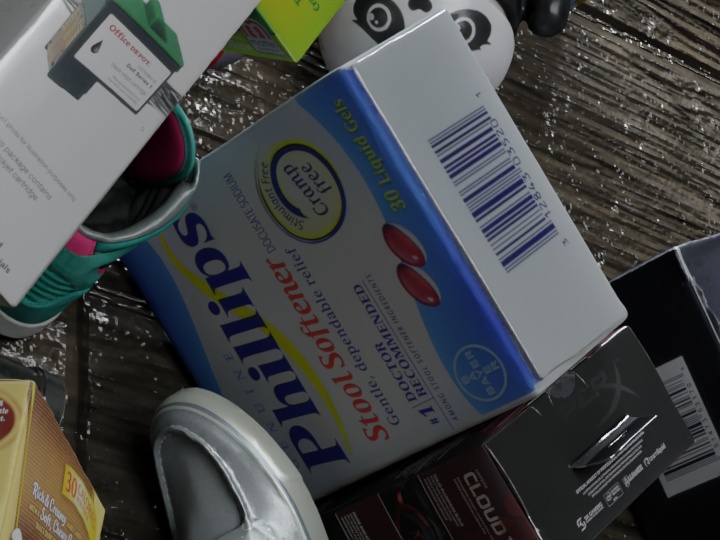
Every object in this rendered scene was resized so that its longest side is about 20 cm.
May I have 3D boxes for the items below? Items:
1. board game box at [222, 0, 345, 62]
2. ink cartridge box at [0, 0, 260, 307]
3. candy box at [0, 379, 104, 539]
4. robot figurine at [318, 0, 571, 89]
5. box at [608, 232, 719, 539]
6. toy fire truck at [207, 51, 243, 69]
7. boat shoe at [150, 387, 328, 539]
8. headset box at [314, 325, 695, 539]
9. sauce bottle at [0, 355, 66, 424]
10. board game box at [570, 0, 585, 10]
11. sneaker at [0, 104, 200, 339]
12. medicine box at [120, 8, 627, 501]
[{"bbox_3d":[-0.100,-0.189,0.995,0.048,0.101,0.200,-53,129,-19],"label":"board game box"},{"bbox_3d":[-0.152,-0.092,0.930,0.200,0.146,0.084,-54,127,-20],"label":"ink cartridge box"},{"bbox_3d":[-0.158,0.158,0.845,0.116,0.055,0.201,75,19,-55],"label":"candy box"},{"bbox_3d":[0.040,-0.189,1.262,0.125,0.150,0.201,32,56,-40],"label":"robot figurine"},{"bbox_3d":[0.254,0.077,1.339,0.199,0.117,0.198,-15,79,-46],"label":"box"},{"bbox_3d":[-0.077,-0.207,1.212,0.140,0.049,0.201,0,68,-37],"label":"toy fire truck"},{"bbox_3d":[-0.054,0.156,1.031,0.071,0.070,0.202,-31,95,-54],"label":"boat shoe"},{"bbox_3d":[0.065,0.112,1.074,0.148,0.200,0.075,-33,92,-49],"label":"headset box"},{"bbox_3d":[-0.225,0.031,0.939,0.199,0.066,0.066,26,52,-34],"label":"sauce bottle"},{"bbox_3d":[0.104,-0.280,1.399,0.199,0.103,0.105,28,51,-31],"label":"board game box"},{"bbox_3d":[-0.129,-0.071,1.044,0.083,0.121,0.201,32,49,-28],"label":"sneaker"},{"bbox_3d":[0.000,0.000,1.072,0.103,0.200,0.183,-34,93,-50],"label":"medicine box"}]
